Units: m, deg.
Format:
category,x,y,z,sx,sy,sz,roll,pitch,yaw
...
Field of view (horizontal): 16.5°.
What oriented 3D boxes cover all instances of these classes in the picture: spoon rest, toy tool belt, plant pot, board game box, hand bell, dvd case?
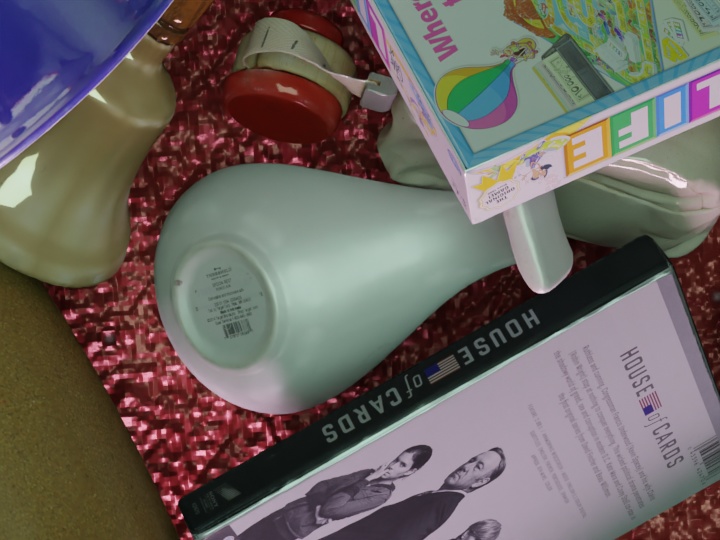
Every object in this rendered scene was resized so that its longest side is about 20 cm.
category,x,y,z,sx,sy,sz,roll,pitch,yaw
spoon rest,0.000,0.000,0.939,0.199,0.060,0.100,-11,97,39
toy tool belt,0.056,-0.089,0.950,0.199,0.125,0.124,16,69,-3
plant pot,-0.165,0.068,0.924,0.185,0.186,0.201,-15,83,-2
board game box,0.057,-0.126,0.876,0.134,0.034,0.201,-23,59,-6
hand bell,-0.067,-0.097,0.886,0.104,0.104,0.200,42,118,-6
dvd case,0.044,0.081,0.952,0.199,0.151,0.025,-30,52,-1

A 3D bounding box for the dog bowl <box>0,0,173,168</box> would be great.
category,x,y,z,sx,sy,sz,roll,pitch,yaw
dog bowl,-0.141,-0.104,0.839,0.200,0.200,0.079,-41,115,2
